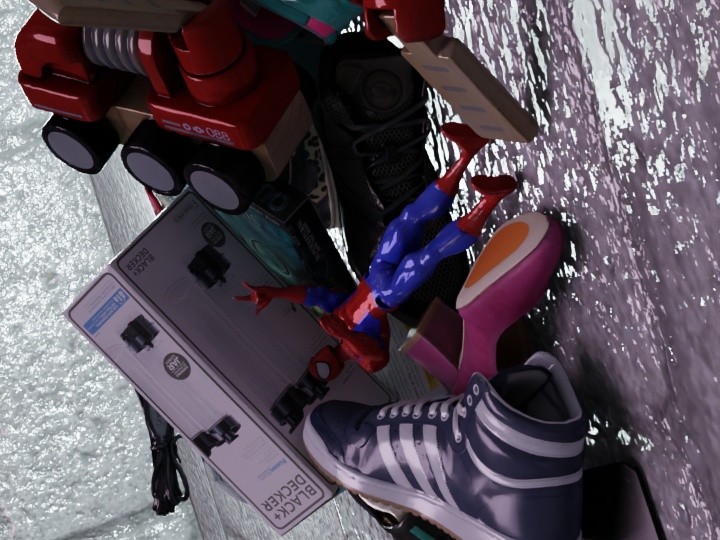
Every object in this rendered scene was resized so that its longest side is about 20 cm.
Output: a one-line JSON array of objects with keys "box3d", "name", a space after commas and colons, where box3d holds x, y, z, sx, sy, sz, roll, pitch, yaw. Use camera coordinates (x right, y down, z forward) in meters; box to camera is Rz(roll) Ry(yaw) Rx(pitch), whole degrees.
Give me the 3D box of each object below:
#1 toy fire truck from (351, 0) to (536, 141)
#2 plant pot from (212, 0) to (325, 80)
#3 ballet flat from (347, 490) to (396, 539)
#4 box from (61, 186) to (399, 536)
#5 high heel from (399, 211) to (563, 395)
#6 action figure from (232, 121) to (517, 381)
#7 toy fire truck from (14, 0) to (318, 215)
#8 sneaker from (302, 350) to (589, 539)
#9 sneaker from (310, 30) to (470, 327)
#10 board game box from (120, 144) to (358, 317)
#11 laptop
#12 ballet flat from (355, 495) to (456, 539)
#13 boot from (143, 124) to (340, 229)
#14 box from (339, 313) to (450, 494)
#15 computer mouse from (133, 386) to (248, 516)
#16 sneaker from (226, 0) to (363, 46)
[{"box3d": [0.010, -0.162, 0.933, 0.176, 0.128, 0.202, 25, 124, 59], "name": "toy fire truck"}, {"box3d": [-0.107, -0.181, 1.260, 0.189, 0.199, 0.200, 60, 169, -14], "name": "plant pot"}, {"box3d": [0.036, 0.170, 1.380, 0.200, 0.072, 0.074, 51, 156, 44], "name": "ballet flat"}, {"box3d": [-0.080, 0.057, 1.143, 0.200, 0.117, 0.060, 45, 126, -5], "name": "box"}, {"box3d": [0.094, 0.036, 1.035, 0.096, 0.068, 0.200, 34, 146, -3], "name": "high heel"}, {"box3d": [0.000, 0.000, 1.065, 0.201, 0.098, 0.066, -58, 45, 38], "name": "action figure"}, {"box3d": [-0.140, -0.132, 1.058, 0.175, 0.129, 0.201, 16, 149, 28], "name": "toy fire truck"}, {"box3d": [0.050, 0.087, 1.025, 0.199, 0.070, 0.110, 24, 118, 38], "name": "sneaker"}, {"box3d": [0.017, -0.064, 1.128, 0.114, 0.075, 0.201, 91, 163, -70], "name": "sneaker"}, {"box3d": [-0.085, -0.042, 1.196, 0.199, 0.028, 0.136, 33, 162, 37], "name": "board game box"}, {"box3d": [0.151, 0.199, 1.075, 0.200, 0.102, 0.179, -6, -102, -78], "name": "laptop"}, {"box3d": [0.006, 0.135, 1.327, 0.068, 0.068, 0.200, 27, -169, -43], "name": "ballet flat"}, {"box3d": [-0.100, -0.111, 1.376, 0.073, 0.149, 0.202, -178, 71, -76], "name": "boot"}, {"box3d": [-0.001, 0.092, 1.242, 0.200, 0.049, 0.083, -39, 66, 39], "name": "box"}, {"box3d": [-0.097, 0.138, 1.308, 0.199, 0.044, 0.111, 24, -139, -53], "name": "computer mouse"}, {"box3d": [-0.046, -0.203, 1.099, 0.083, 0.121, 0.200, 28, -162, -38], "name": "sneaker"}]
